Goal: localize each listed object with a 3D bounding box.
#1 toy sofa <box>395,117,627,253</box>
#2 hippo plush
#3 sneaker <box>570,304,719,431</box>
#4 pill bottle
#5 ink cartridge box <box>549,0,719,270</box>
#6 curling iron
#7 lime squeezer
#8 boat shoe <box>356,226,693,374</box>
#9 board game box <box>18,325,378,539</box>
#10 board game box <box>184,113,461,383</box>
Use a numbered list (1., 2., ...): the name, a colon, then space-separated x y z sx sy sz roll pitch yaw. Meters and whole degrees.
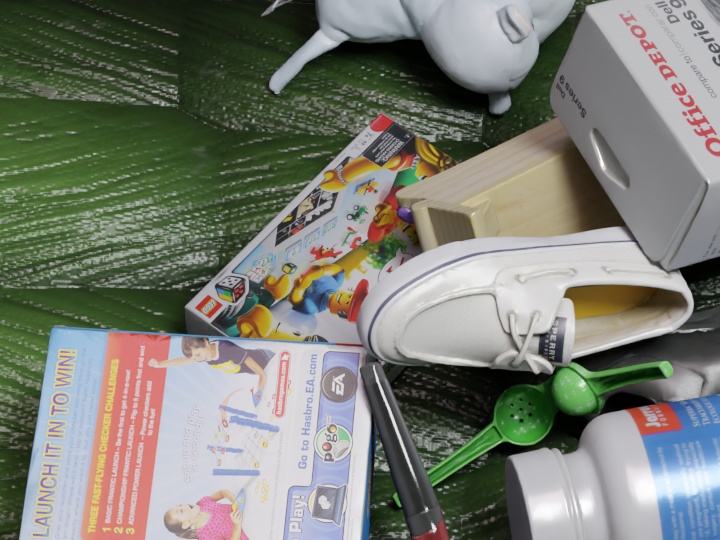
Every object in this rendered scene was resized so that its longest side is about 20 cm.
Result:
1. toy sofa: 0.125 -0.039 1.340 0.199 0.084 0.097 -27 20 -27
2. hippo plush: 0.056 -0.198 1.426 0.160 0.160 0.200 31 60 22
3. sneaker: 0.216 0.064 1.295 0.198 0.076 0.092 -4 60 10
4. pill bottle: 0.187 0.129 1.215 0.198 0.113 0.113 -9 54 -6
5. ink cartridge box: 0.235 -0.099 1.274 0.199 0.084 0.147 -16 58 -26
6. curling iron: 0.048 0.144 1.215 0.049 0.026 0.201 -27 83 -6
7. lime squeezer: 0.106 0.079 1.253 0.070 0.199 0.038 -14 78 -57
8. boat shoe: 0.098 0.026 1.226 0.198 0.071 0.070 -8 34 -20
9. board game box: -0.092 0.139 1.230 0.194 0.056 0.202 4 65 5
10. board game box: 0.000 0.000 1.362 0.126 0.035 0.200 33 61 21
